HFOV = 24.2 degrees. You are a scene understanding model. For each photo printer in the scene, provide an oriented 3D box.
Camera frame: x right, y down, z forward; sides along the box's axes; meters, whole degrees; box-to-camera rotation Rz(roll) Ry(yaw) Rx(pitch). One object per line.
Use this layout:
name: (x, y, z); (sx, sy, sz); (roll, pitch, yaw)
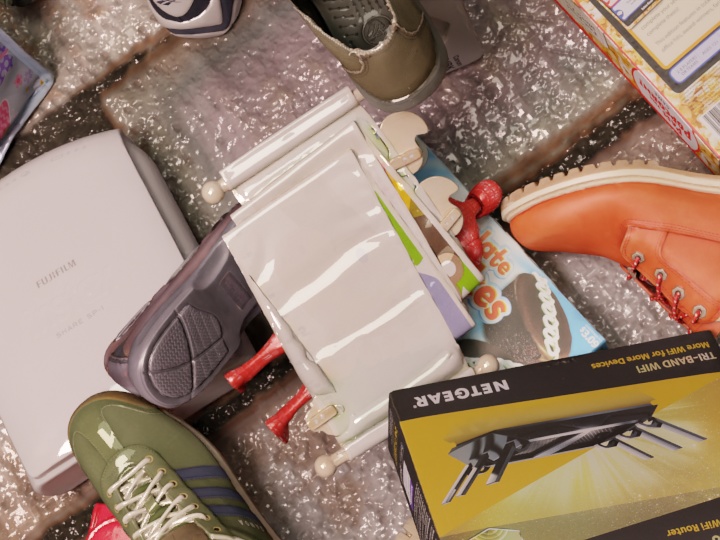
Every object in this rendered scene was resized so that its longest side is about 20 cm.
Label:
photo printer: (-0.178, 0.018, 1.082); (0.166, 0.069, 0.201); (-31, 71, 4)

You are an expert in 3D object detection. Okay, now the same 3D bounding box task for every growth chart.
growth chart: (0.000, 0.000, 0.972); (0.144, 0.018, 0.201); (-25, 94, -7)

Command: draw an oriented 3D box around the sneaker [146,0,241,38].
sneaker: (-0.122, -0.268, 1.112); (0.079, 0.130, 0.201); (4, 76, 14)

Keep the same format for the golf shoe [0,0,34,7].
golf shoe: (-0.274, -0.269, 1.191); (0.200, 0.077, 0.088); (41, 68, 18)

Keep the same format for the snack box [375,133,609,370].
snack box: (0.046, 0.014, 1.045); (0.116, 0.037, 0.200); (-42, 70, 0)

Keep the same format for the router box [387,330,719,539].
router box: (0.128, 0.121, 0.924); (0.198, 0.053, 0.158); (-11, 45, -10)

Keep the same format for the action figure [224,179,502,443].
action figure: (0.010, 0.015, 1.009); (0.200, 0.052, 0.065); (-42, 75, -3)

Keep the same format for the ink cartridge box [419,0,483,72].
ink cartridge box: (-0.005, -0.227, 1.064); (0.083, 0.144, 0.201); (-24, 71, 9)

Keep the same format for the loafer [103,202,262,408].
loafer: (-0.078, -0.002, 1.009); (0.063, 0.072, 0.200); (10, 49, 49)

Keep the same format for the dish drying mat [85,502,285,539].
dish drying mat: (-0.083, 0.198, 1.038); (0.198, 0.018, 0.078); (9, 79, 16)

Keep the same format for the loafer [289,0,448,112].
loafer: (-0.020, -0.181, 0.942); (0.075, 0.070, 0.201); (-38, 69, 5)

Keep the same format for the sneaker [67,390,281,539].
sneaker: (-0.098, 0.149, 0.973); (0.067, 0.090, 0.200); (-44, 87, 5)

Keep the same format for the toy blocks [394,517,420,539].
toy blocks: (0.069, 0.193, 0.971); (0.136, 0.100, 0.201); (32, 81, 30)

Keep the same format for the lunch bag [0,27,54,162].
lunch bag: (-0.318, -0.156, 1.094); (0.169, 0.200, 0.128); (28, 84, 20)

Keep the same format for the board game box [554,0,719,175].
board game box: (0.216, -0.181, 1.049); (0.151, 0.046, 0.200); (-39, 70, 2)

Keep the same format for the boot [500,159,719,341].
boot: (0.181, -0.009, 1.002); (0.198, 0.075, 0.108); (1, 81, 13)
